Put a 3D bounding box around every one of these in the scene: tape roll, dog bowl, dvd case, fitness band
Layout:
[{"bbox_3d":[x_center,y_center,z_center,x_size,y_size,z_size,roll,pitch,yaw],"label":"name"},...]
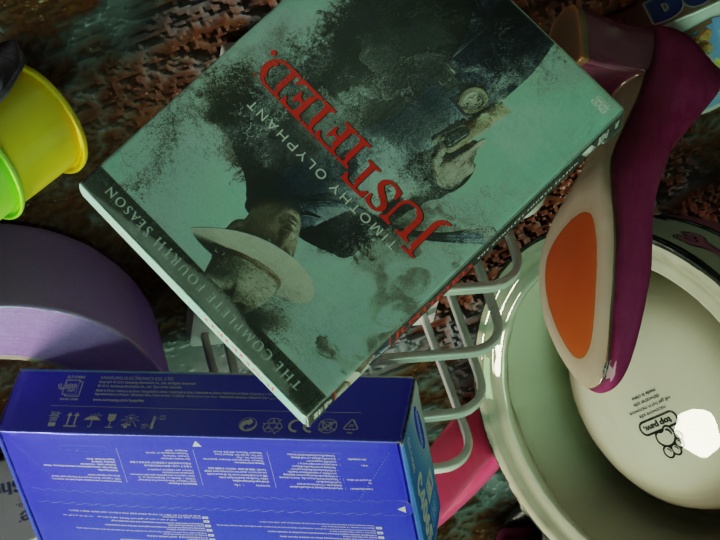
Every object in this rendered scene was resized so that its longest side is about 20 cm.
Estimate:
[{"bbox_3d":[-0.194,0.074,1.113,0.198,0.066,0.201,-9,132,-10],"label":"tape roll"},{"bbox_3d":[0.155,0.062,1.095,0.074,0.200,0.201,-26,151,-43],"label":"dog bowl"},{"bbox_3d":[-0.002,-0.052,0.957,0.200,0.146,0.022,-43,171,-12],"label":"dvd case"},{"bbox_3d":[0.034,0.136,1.222,0.144,0.037,0.200,-47,172,-3],"label":"fitness band"}]

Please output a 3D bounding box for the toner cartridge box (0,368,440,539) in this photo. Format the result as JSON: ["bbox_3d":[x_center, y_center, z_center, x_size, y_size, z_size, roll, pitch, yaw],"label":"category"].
[{"bbox_3d":[-0.066,0.095,1.050,0.198,0.043,0.095,1,135,13],"label":"toner cartridge box"}]

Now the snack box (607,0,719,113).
[{"bbox_3d":[0.196,-0.123,1.096,0.199,0.024,0.072,-24,138,5],"label":"snack box"}]

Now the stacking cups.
[{"bbox_3d":[-0.209,-0.016,0.951,0.200,0.060,0.061,-41,150,-32],"label":"stacking cups"}]

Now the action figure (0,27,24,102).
[{"bbox_3d":[-0.232,-0.131,0.890,0.130,0.070,0.200,-31,124,23],"label":"action figure"}]

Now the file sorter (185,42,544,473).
[{"bbox_3d":[0.000,0.000,1.079,0.138,0.125,0.201,-5,138,-16],"label":"file sorter"}]

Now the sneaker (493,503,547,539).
[{"bbox_3d":[0.124,0.183,1.378,0.086,0.081,0.201,0,129,-4],"label":"sneaker"}]

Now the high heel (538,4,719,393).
[{"bbox_3d":[0.137,-0.030,1.010,0.095,0.202,0.067,15,152,-24],"label":"high heel"}]
